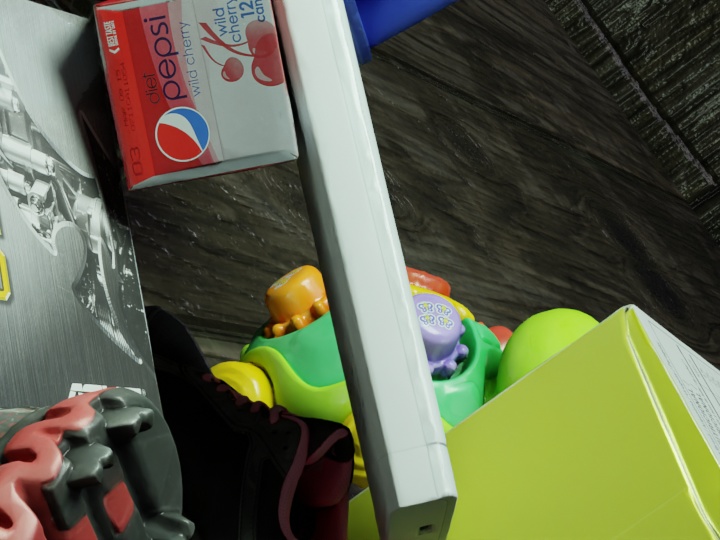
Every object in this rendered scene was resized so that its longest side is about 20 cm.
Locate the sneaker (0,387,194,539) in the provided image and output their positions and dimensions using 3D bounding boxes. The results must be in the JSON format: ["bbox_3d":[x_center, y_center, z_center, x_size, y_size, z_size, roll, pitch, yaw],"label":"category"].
[{"bbox_3d":[-0.130,0.100,0.632,0.200,0.098,0.071,-50,132,-52],"label":"sneaker"}]

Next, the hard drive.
[{"bbox_3d":[0.000,0.000,0.860,0.132,0.027,0.200,90,-13,-75],"label":"hard drive"}]

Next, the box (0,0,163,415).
[{"bbox_3d":[-0.149,-0.018,0.743,0.200,0.048,0.159,11,65,-59],"label":"box"}]

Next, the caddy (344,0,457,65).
[{"bbox_3d":[-0.021,-0.185,0.990,0.141,0.105,0.200,72,-7,-69],"label":"caddy"}]

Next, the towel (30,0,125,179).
[{"bbox_3d":[-0.178,-0.123,0.979,0.200,0.086,0.166,41,19,-37],"label":"towel"}]

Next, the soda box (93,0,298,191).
[{"bbox_3d":[-0.064,-0.077,0.891,0.200,0.063,0.070,-125,-156,-82],"label":"soda box"}]

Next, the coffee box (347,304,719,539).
[{"bbox_3d":[0.114,0.172,0.940,0.198,0.200,0.200,33,25,-51],"label":"coffee box"}]

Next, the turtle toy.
[{"bbox_3d":[0.031,0.053,1.036,0.200,0.101,0.146,14,-6,29],"label":"turtle toy"}]

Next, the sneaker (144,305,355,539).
[{"bbox_3d":[-0.043,0.079,0.897,0.079,0.095,0.200,33,22,-45],"label":"sneaker"}]
